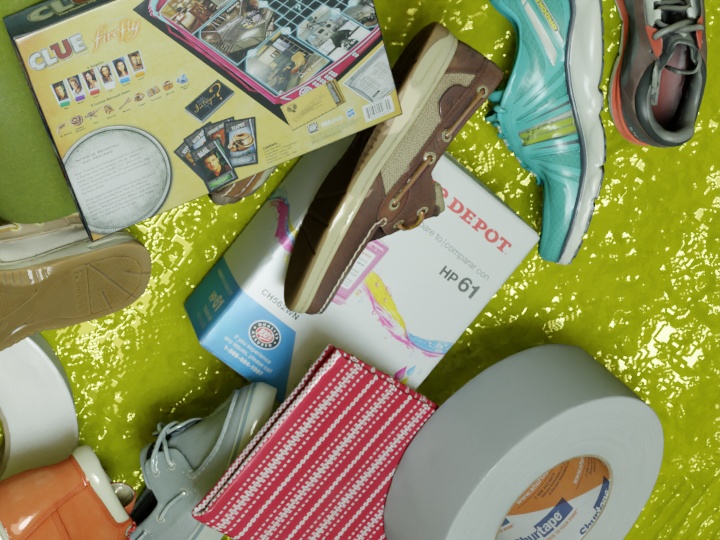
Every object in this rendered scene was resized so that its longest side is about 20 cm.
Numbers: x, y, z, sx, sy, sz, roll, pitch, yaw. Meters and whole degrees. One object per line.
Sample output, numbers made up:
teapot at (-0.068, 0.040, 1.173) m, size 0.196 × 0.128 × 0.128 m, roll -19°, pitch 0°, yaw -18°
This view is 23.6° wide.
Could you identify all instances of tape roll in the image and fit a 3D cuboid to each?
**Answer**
tape roll at (-0.290, 0.112, 1.158) m, size 0.202 × 0.037 × 0.204 m, roll -4°, pitch 107°, yaw -12°
tape roll at (0.114, 0.150, 1.195) m, size 0.200 × 0.066 × 0.201 m, roll -24°, pitch 137°, yaw -25°

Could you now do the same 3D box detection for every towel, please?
towel at (-0.010, 0.133, 1.138) m, size 0.145 × 0.022 × 0.200 m, roll -51°, pitch 142°, yaw 4°

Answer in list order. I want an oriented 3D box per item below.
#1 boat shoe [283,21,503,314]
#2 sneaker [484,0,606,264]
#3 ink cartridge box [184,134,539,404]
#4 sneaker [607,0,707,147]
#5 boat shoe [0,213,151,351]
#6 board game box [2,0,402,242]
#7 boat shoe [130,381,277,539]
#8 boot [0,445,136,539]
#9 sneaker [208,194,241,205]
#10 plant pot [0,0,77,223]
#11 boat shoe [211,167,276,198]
boat shoe at (0.022, -0.053, 1.076) m, size 0.072 × 0.072 × 0.201 m, roll 29°, pitch 90°, yaw -15°
sneaker at (0.124, -0.103, 1.176) m, size 0.079 × 0.078 × 0.201 m, roll -4°, pitch 98°, yaw -2°
ink cartridge box at (0.000, 0.000, 1.164) m, size 0.144 × 0.085 × 0.200 m, roll 37°, pitch 94°, yaw -19°
sneaker at (0.210, -0.177, 1.160) m, size 0.077 × 0.082 × 0.201 m, roll -10°, pitch 108°, yaw -10°
boat shoe at (-0.237, 0.006, 1.105) m, size 0.199 × 0.069 × 0.074 m, roll -11°, pitch 127°, yaw -28°
board game box at (-0.085, -0.116, 0.982) m, size 0.199 × 0.035 × 0.136 m, roll -23°, pitch 124°, yaw -11°
boat shoe at (-0.116, 0.139, 1.154) m, size 0.071 × 0.070 × 0.201 m, roll 23°, pitch 133°, yaw -8°
boot at (-0.187, 0.196, 1.160) m, size 0.107 × 0.075 × 0.200 m, roll -33°, pitch 142°, yaw -13°
sneaker at (-0.046, -0.133, 1.123) m, size 0.075 × 0.070 × 0.201 m, roll 12°, pitch 103°, yaw -17°
plant pot at (-0.214, -0.136, 1.041) m, size 0.186 × 0.187 × 0.201 m, roll -22°, pitch 123°, yaw -5°
boat shoe at (-0.074, -0.145, 1.037) m, size 0.074 × 0.075 × 0.201 m, roll -3°, pitch 109°, yaw -55°
